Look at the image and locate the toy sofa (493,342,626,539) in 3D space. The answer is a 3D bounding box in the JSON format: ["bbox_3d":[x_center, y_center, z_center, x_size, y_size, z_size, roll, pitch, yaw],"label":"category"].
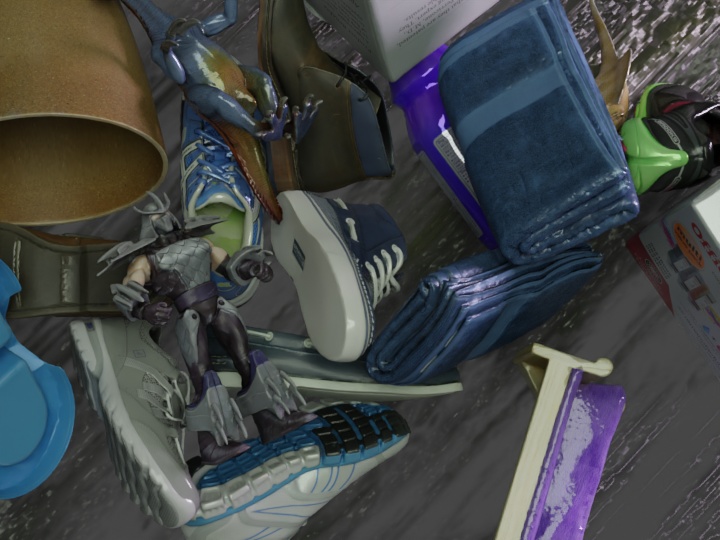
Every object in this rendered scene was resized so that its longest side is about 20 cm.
[{"bbox_3d":[0.143,0.162,1.490,0.097,0.083,0.201,18,80,-2],"label":"toy sofa"}]

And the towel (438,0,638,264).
[{"bbox_3d":[0.123,-0.105,1.415,0.111,0.049,0.201,-28,52,14],"label":"towel"}]

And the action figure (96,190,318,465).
[{"bbox_3d":[-0.110,0.033,1.396,0.130,0.069,0.201,-23,86,-30],"label":"action figure"}]

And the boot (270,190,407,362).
[{"bbox_3d":[0.000,0.000,1.446,0.090,0.200,0.073,3,122,-20],"label":"boot"}]

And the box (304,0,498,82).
[{"bbox_3d":[0.028,-0.291,1.486,0.200,0.131,0.199,-38,64,-10],"label":"box"}]

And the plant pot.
[{"bbox_3d":[-0.242,-0.161,1.461,0.185,0.187,0.201,-3,67,-6],"label":"plant pot"}]

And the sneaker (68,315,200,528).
[{"bbox_3d":[-0.151,0.099,1.436,0.082,0.075,0.200,-17,51,-16],"label":"sneaker"}]

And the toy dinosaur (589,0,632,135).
[{"bbox_3d":[0.194,-0.134,1.529,0.058,0.200,0.102,15,124,-5],"label":"toy dinosaur"}]

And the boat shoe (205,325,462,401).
[{"bbox_3d":[-0.021,0.068,1.474,0.199,0.075,0.062,2,78,-4],"label":"boat shoe"}]

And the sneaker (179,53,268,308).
[{"bbox_3d":[-0.102,-0.073,1.500,0.075,0.077,0.201,-4,81,-5],"label":"sneaker"}]

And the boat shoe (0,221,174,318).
[{"bbox_3d":[-0.229,0.006,1.481,0.199,0.068,0.072,9,88,16],"label":"boat shoe"}]

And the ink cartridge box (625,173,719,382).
[{"bbox_3d":[0.316,-0.016,1.473,0.144,0.200,0.146,-33,86,-10],"label":"ink cartridge box"}]

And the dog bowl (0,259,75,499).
[{"bbox_3d":[-0.284,0.073,1.423,0.111,0.049,0.201,-46,129,-33],"label":"dog bowl"}]

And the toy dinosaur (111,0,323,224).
[{"bbox_3d":[-0.128,-0.144,1.418,0.181,0.105,0.201,28,120,19],"label":"toy dinosaur"}]

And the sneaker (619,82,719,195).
[{"bbox_3d":[0.248,-0.097,1.490,0.083,0.200,0.077,0,108,15],"label":"sneaker"}]

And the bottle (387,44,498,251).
[{"bbox_3d":[0.081,-0.111,1.530,0.083,0.065,0.200,-36,87,-15],"label":"bottle"}]

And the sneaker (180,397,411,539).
[{"bbox_3d":[-0.052,0.163,1.485,0.199,0.075,0.087,-20,124,-19],"label":"sneaker"}]

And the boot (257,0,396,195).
[{"bbox_3d":[-0.025,-0.153,1.484,0.096,0.075,0.201,0,118,7],"label":"boot"}]

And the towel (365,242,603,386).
[{"bbox_3d":[0.092,0.029,1.442,0.049,0.112,0.200,49,36,16],"label":"towel"}]
